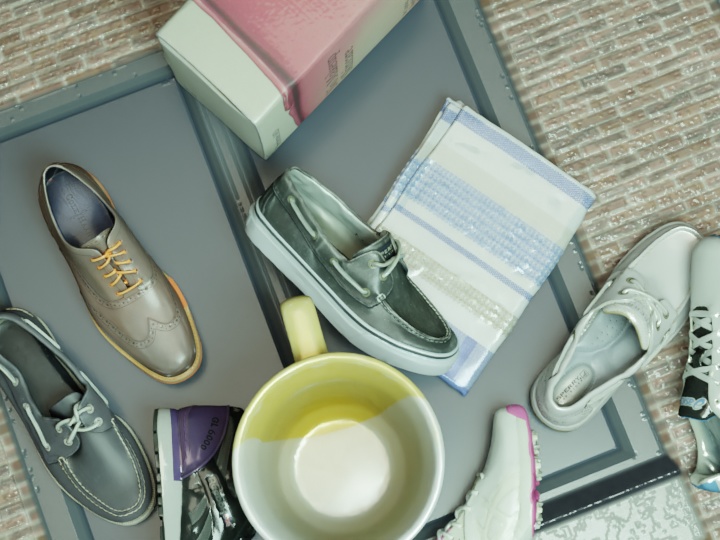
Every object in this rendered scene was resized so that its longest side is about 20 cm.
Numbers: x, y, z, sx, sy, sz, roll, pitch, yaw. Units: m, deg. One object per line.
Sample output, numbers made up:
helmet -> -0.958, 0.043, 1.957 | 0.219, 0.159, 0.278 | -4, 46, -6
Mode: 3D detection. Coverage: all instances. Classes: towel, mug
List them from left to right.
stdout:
mug -> -0.010, 0.127, 1.166 | 0.149, 0.153, 0.187 | 15, 81, 3
towel -> 0.079, -0.021, 1.256 | 0.147, 0.024, 0.200 | 33, 84, 3

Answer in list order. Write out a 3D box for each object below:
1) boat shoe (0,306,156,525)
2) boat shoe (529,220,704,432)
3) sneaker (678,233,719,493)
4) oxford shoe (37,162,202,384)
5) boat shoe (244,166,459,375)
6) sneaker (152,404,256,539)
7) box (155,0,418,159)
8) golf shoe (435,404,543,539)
boat shoe -> -0.231, 0.114, 1.216 | 0.073, 0.063, 0.200 | -35, 82, -5
boat shoe -> 0.210, 0.042, 1.219 | 0.071, 0.069, 0.200 | 37, 80, 7
sneaker -> 0.276, 0.073, 1.197 | 0.072, 0.072, 0.201 | -8, 93, -27
oxford shoe -> -0.195, 0.003, 1.228 | 0.071, 0.073, 0.200 | -36, 83, -6
boat shoe -> 0.000, 0.000, 1.194 | 0.200, 0.072, 0.071 | 38, 125, 4
sneaker -> -0.110, 0.201, 1.198 | 0.087, 0.076, 0.201 | -4, 81, -6
box -> -0.049, -0.204, 1.233 | 0.109, 0.128, 0.200 | 42, 84, 6
golf shoe -> 0.094, 0.201, 1.195 | 0.091, 0.075, 0.201 | 3, 80, 4
